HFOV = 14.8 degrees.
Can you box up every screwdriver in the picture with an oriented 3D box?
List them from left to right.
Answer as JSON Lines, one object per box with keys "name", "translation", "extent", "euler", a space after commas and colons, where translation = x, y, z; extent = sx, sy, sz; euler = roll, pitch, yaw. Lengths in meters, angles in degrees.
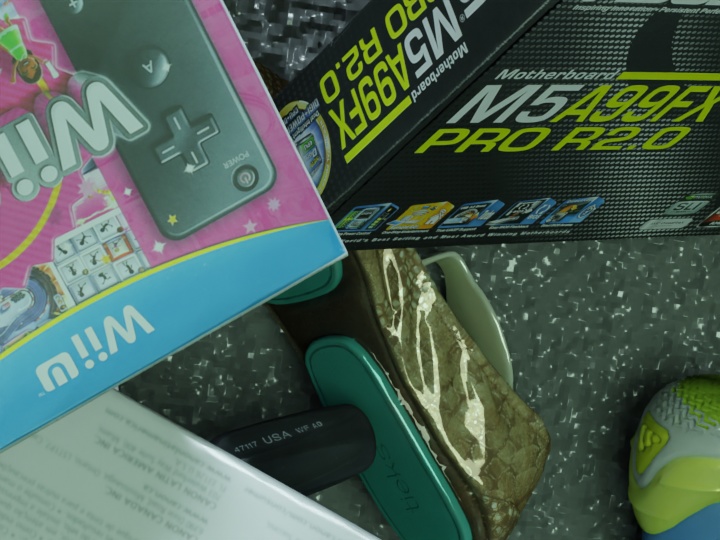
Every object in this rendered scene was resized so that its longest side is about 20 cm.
{"name": "screwdriver", "translation": [-0.080, 0.079, 0.831], "extent": [0.199, 0.028, 0.029], "euler": [-21, 78, -31]}

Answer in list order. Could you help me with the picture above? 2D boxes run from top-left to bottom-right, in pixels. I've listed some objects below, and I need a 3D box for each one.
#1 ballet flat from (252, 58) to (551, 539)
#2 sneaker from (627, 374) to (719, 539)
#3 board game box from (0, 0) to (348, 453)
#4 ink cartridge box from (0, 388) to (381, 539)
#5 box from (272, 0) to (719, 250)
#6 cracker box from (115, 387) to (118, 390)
{"name": "ballet flat", "translation": [0.000, 0.000, 0.895], "extent": [0.065, 0.070, 0.201], "euler": [-42, 113, -35]}
{"name": "sneaker", "translation": [0.179, 0.095, 0.960], "extent": [0.199, 0.076, 0.106], "euler": [9, 111, -14]}
{"name": "board game box", "translation": [-0.113, -0.060, 0.711], "extent": [0.147, 0.064, 0.201], "euler": [-30, 110, -8]}
{"name": "ink cartridge box", "translation": [-0.101, 0.128, 0.768], "extent": [0.160, 0.047, 0.201], "euler": [30, 68, -3]}
{"name": "box", "translation": [0.088, -0.063, 0.824], "extent": [0.199, 0.160, 0.044], "euler": [-3, 64, -39]}
{"name": "cracker box", "translation": [-0.149, -0.007, 0.842], "extent": [0.133, 0.058, 0.201], "euler": [-10, 101, -17]}
